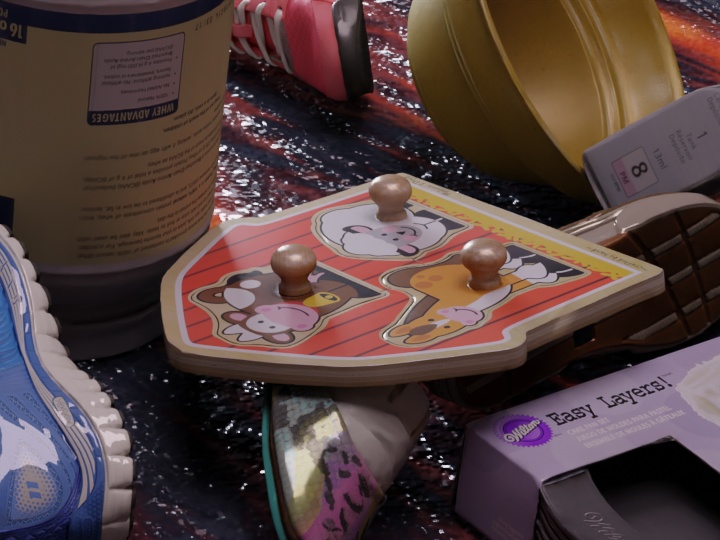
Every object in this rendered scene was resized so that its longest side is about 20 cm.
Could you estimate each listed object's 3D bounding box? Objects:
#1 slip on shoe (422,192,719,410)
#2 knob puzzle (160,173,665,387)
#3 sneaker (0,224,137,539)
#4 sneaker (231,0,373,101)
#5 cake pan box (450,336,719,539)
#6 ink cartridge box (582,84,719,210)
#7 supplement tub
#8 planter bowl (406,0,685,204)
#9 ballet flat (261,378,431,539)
[{"bbox_3d":[0.097,0.009,1.325,0.199,0.077,0.060,-24,30,-33],"label":"slip on shoe"},{"bbox_3d":[0.000,0.000,1.228,0.218,0.031,0.220,-2,23,1],"label":"knob puzzle"},{"bbox_3d":[-0.169,0.044,1.183,0.089,0.079,0.200,-12,40,-27],"label":"sneaker"},{"bbox_3d":[-0.053,-0.138,1.556,0.086,0.074,0.200,-17,32,-13],"label":"sneaker"},{"bbox_3d":[0.164,0.103,1.193,0.199,0.053,0.184,-15,35,-34],"label":"cake pan box"},{"bbox_3d":[0.225,-0.090,1.391,0.057,0.199,0.162,61,30,7],"label":"ink cartridge box"},{"bbox_3d":[-0.132,-0.076,1.280,0.144,0.201,0.145,6,30,-3],"label":"supplement tub"},{"bbox_3d":[0.081,-0.109,1.461,0.083,0.201,0.201,-24,15,30],"label":"planter bowl"},{"bbox_3d":[-0.007,0.053,1.212,0.071,0.069,0.200,-22,27,7],"label":"ballet flat"}]
